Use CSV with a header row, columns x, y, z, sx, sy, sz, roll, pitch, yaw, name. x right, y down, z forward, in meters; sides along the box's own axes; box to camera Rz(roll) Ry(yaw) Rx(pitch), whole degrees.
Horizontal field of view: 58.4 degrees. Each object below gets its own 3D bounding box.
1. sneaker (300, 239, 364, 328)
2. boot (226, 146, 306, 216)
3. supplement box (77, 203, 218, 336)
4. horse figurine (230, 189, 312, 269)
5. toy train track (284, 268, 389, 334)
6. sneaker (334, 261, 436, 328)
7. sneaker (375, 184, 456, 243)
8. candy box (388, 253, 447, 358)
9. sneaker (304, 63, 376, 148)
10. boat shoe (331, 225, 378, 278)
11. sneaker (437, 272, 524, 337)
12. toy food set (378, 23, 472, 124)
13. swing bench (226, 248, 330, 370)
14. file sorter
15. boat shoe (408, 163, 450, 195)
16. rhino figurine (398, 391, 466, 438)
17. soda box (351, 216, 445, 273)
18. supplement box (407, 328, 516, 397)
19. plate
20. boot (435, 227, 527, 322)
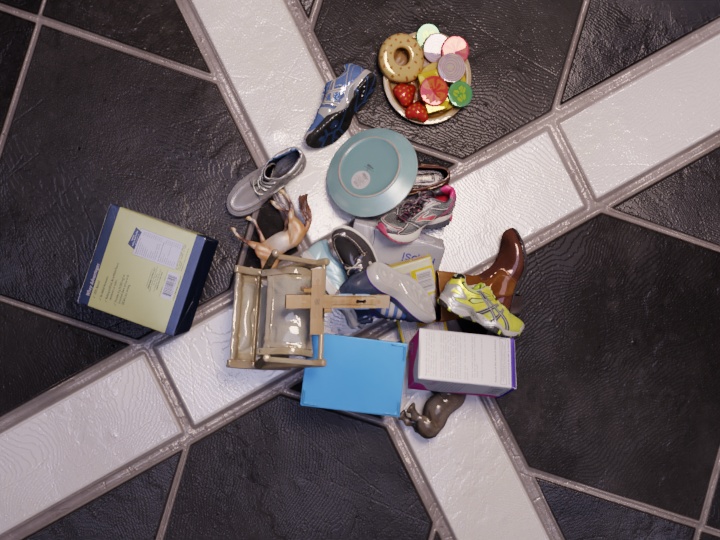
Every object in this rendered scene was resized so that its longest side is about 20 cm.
x,y,z,sx,sy,sz,roll,pitch,yaw,name
-0.037,0.024,1.330,0.081,0.074,0.202,-38,95,-6,sneaker
-0.198,-0.187,1.316,0.199,0.096,0.074,-39,90,-2,boot
-0.417,0.000,1.286,0.195,0.134,0.205,19,88,-1,supplement box
-0.172,-0.077,1.338,0.198,0.050,0.134,-36,90,-2,horse figurine
-0.042,0.054,1.164,0.194,0.032,0.118,1,96,-19,toy train track
0.040,0.071,1.270,0.198,0.082,0.145,32,127,-33,sneaker
0.112,-0.119,1.296,0.197,0.076,0.081,-25,54,-33,sneaker
0.117,0.075,1.322,0.099,0.027,0.205,-14,109,4,candy box
-0.052,-0.342,1.345,0.077,0.076,0.201,40,88,21,sneaker
0.000,0.000,1.293,0.072,0.061,0.202,-14,125,27,boat shoe
0.249,0.071,1.264,0.196,0.075,0.078,23,94,-22,sneaker
0.143,-0.412,1.354,0.193,0.049,0.205,-16,89,-2,toy food set
-0.160,0.083,1.231,0.127,0.198,0.205,10,76,-31,swing bench
-0.014,0.202,1.302,0.194,0.123,0.143,7,89,-1,file sorter
0.090,-0.190,1.339,0.194,0.070,0.073,-9,88,-1,boat shoe
0.172,0.260,1.338,0.087,0.060,0.201,41,82,1,rhino figurine
0.073,-0.051,1.329,0.195,0.064,0.070,17,110,-2,soda box
0.198,0.186,1.280,0.194,0.102,0.106,6,69,-7,supplement box
0.020,-0.207,1.315,0.194,0.026,0.206,-6,68,15,plate
0.239,0.007,1.323,0.194,0.068,0.194,0,101,-18,boot
